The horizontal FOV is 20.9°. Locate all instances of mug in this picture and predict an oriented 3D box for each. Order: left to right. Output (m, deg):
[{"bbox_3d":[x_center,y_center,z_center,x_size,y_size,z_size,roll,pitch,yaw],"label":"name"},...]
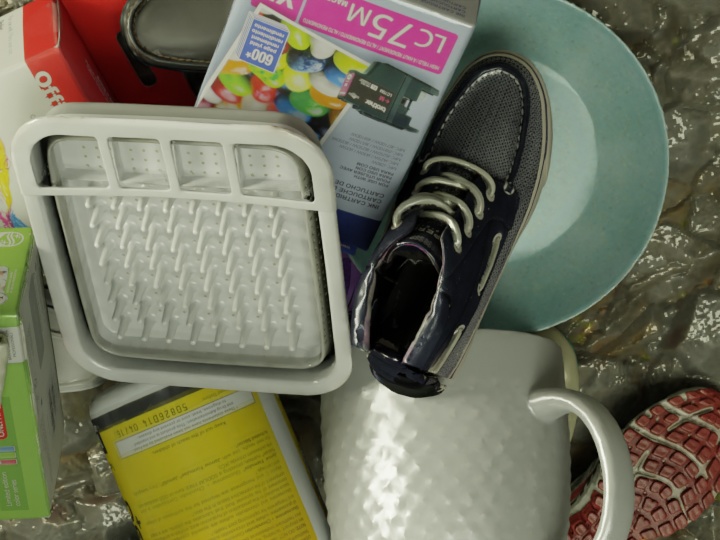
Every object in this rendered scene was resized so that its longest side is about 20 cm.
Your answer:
[{"bbox_3d":[0.071,0.131,1.129,0.199,0.176,0.147,-14,161,38],"label":"mug"}]

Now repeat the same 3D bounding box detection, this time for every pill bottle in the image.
[{"bbox_3d":[-0.078,0.149,1.177,0.112,0.112,0.201,-23,88,7],"label":"pill bottle"}]

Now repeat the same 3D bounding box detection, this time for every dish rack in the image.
[{"bbox_3d":[-0.090,-0.016,1.060,0.171,0.044,0.201,3,134,9],"label":"dish rack"}]

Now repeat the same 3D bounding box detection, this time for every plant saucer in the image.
[{"bbox_3d":[0.077,-0.064,1.132,0.200,0.039,0.202,0,99,0],"label":"plant saucer"}]

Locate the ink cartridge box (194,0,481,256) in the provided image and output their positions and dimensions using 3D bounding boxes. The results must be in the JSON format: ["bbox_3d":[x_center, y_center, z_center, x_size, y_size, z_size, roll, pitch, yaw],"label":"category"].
[{"bbox_3d":[-0.026,-0.085,1.039,0.119,0.042,0.200,20,134,-7],"label":"ink cartridge box"}]

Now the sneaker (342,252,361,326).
[{"bbox_3d":[0.000,0.000,1.180,0.199,0.081,0.084,4,106,-21],"label":"sneaker"}]

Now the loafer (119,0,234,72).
[{"bbox_3d":[-0.033,-0.148,1.055,0.199,0.072,0.073,-13,102,-2],"label":"loafer"}]

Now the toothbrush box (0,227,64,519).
[{"bbox_3d":[-0.273,0.060,1.079,0.199,0.086,0.146,-3,126,-1],"label":"toothbrush box"}]

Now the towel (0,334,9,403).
[{"bbox_3d":[-0.288,0.076,1.024,0.191,0.035,0.201,11,126,-5],"label":"towel"}]

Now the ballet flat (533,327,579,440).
[{"bbox_3d":[0.089,0.127,1.260,0.069,0.070,0.201,6,121,-12],"label":"ballet flat"}]

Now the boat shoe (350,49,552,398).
[{"bbox_3d":[0.051,-0.030,1.053,0.074,0.093,0.201,15,85,13],"label":"boat shoe"}]

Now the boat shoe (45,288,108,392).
[{"bbox_3d":[-0.239,0.047,1.164,0.199,0.066,0.072,13,120,-17],"label":"boat shoe"}]

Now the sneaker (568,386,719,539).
[{"bbox_3d":[0.167,0.150,1.298,0.200,0.082,0.078,-44,100,2],"label":"sneaker"}]

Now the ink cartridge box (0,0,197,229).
[{"bbox_3d":[-0.195,-0.072,1.092,0.199,0.067,0.116,-24,125,7],"label":"ink cartridge box"}]
